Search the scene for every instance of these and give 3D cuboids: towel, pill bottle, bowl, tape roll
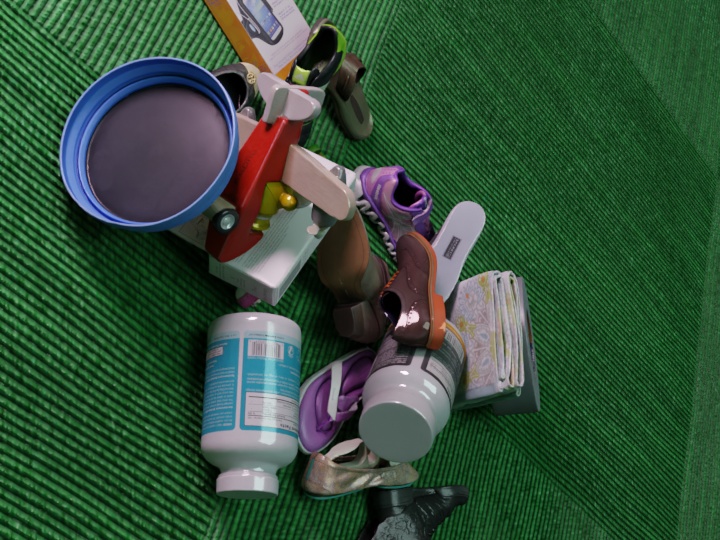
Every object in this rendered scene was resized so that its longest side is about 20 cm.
[{"bbox_3d":[0.152,0.101,1.551,0.048,0.200,0.172,6,73,-30],"label":"towel"},{"bbox_3d":[0.066,0.149,1.446,0.116,0.116,0.200,57,28,-19],"label":"pill bottle"},{"bbox_3d":[-0.125,0.156,1.282,0.111,0.111,0.200,21,63,-43],"label":"pill bottle"},{"bbox_3d":[-0.225,-0.134,1.214,0.039,0.200,0.201,57,31,-67],"label":"bowl"},{"bbox_3d":[0.220,0.112,1.655,0.200,0.066,0.201,-7,90,-80],"label":"tape roll"}]

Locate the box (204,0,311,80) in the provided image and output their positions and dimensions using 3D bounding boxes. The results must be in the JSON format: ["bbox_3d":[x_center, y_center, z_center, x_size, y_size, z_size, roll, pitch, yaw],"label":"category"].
[{"bbox_3d":[-0.141,-0.348,1.490,0.200,0.041,0.119,56,43,-17],"label":"box"}]

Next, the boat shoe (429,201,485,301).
[{"bbox_3d":[0.108,-0.008,1.577,0.070,0.066,0.200,29,73,3],"label":"boat shoe"}]

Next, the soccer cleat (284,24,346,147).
[{"bbox_3d":[-0.081,-0.226,1.441,0.200,0.067,0.081,-63,171,-4],"label":"soccer cleat"}]

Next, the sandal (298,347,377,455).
[{"bbox_3d":[-0.024,0.156,1.441,0.083,0.050,0.203,60,40,-15],"label":"sandal"}]

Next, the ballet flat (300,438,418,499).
[{"bbox_3d":[0.008,0.246,1.428,0.200,0.068,0.067,1,99,-50],"label":"ballet flat"}]

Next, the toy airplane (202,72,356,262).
[{"bbox_3d":[-0.094,-0.120,1.270,0.141,0.199,0.200,27,51,-53],"label":"toy airplane"}]

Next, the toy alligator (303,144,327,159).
[{"bbox_3d":[-0.051,-0.098,1.494,0.059,0.054,0.200,-28,99,-49],"label":"toy alligator"}]

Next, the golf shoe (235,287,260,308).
[{"bbox_3d":[-0.117,-0.035,1.397,0.092,0.075,0.200,44,42,-13],"label":"golf shoe"}]

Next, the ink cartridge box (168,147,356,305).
[{"bbox_3d":[-0.127,-0.077,1.355,0.176,0.045,0.200,28,57,10],"label":"ink cartridge box"}]

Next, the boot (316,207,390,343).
[{"bbox_3d":[0.000,0.000,1.485,0.146,0.070,0.200,-24,116,-69],"label":"boot"}]

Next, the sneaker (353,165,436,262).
[{"bbox_3d":[0.071,-0.075,1.601,0.200,0.088,0.081,50,44,-27],"label":"sneaker"}]

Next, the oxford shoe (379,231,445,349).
[{"bbox_3d":[0.060,0.018,1.459,0.072,0.071,0.200,4,39,-12],"label":"oxford shoe"}]

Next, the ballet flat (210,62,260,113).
[{"bbox_3d":[-0.179,-0.208,1.384,0.200,0.057,0.067,-43,111,-47],"label":"ballet flat"}]

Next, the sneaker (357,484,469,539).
[{"bbox_3d":[0.072,0.340,1.486,0.200,0.060,0.104,8,70,-42],"label":"sneaker"}]

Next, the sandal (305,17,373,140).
[{"bbox_3d":[-0.016,-0.268,1.558,0.201,0.057,0.080,59,46,-41],"label":"sandal"}]
